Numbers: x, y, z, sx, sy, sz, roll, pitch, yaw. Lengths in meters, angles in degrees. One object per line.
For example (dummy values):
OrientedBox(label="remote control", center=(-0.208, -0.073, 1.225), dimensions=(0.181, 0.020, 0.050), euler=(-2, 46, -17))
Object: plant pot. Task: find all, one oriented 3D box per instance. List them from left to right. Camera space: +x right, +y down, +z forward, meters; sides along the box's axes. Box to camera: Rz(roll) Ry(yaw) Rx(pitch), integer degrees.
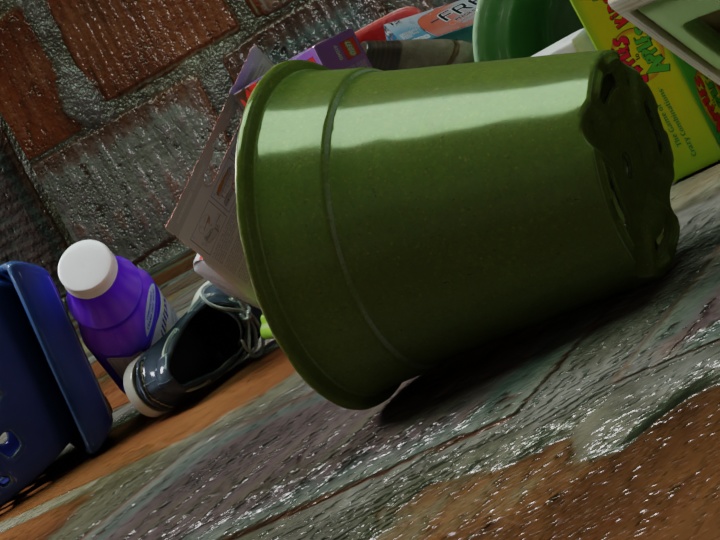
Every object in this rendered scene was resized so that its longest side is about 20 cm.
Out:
OrientedBox(label="plant pot", center=(-0.324, 0.097, 1.636), dimensions=(0.179, 0.201, 0.200), euler=(-25, 4, -13))
OrientedBox(label="plant pot", center=(0.064, -0.037, 1.042), dimensions=(0.189, 0.201, 0.200), euler=(-12, 13, 28))

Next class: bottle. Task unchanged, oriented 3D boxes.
OrientedBox(label="bottle", center=(-0.201, 0.039, 1.630), dimensions=(0.065, 0.084, 0.200), euler=(-2, -27, 12))

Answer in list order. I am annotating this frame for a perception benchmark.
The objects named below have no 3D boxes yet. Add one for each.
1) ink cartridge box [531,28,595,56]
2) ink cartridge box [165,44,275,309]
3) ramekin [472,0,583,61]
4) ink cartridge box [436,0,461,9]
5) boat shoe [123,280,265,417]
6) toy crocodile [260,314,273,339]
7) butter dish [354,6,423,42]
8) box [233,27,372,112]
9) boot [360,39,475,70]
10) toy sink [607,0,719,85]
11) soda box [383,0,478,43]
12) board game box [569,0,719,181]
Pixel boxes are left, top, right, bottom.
OrientedBox(label="ink cartridge box", center=(0.105, -0.080, 1.438), dimensions=(0.200, 0.115, 0.068), euler=(-28, 6, 22))
OrientedBox(label="ink cartridge box", center=(-0.093, -0.073, 1.525), dimensions=(0.161, 0.050, 0.200), euler=(-66, -28, -10))
OrientedBox(label="ramekin", center=(0.196, -0.178, 1.485), dimensions=(0.200, 0.201, 0.098), euler=(-25, 0, 35))
OrientedBox(label="ink cartridge box", center=(0.147, -0.183, 1.717), dimensions=(0.136, 0.077, 0.200), euler=(-21, 38, -33))
OrientedBox(label="boat shoe", center=(-0.122, 0.050, 1.623), dimensions=(0.062, 0.075, 0.200), euler=(-26, 7, 42))
OrientedBox(label="toy crocodile", center=(0.000, 0.000, 1.588), dimensions=(0.200, 0.062, 0.067), euler=(-37, 9, -27))
OrientedBox(label="butter dish", center=(0.016, -0.121, 1.819), dimensions=(0.199, 0.200, 0.148), euler=(-29, 6, 8))
OrientedBox(label="box", center=(-0.005, -0.062, 1.391), dimensions=(0.039, 0.200, 0.137), euler=(-30, 5, -30))
OrientedBox(label="boot", center=(0.042, -0.092, 1.545), dimensions=(0.201, 0.146, 0.070), euler=(-67, 24, 17))
OrientedBox(label="toy sink", center=(0.278, -0.161, 1.196), dimensions=(0.112, 0.200, 0.130), euler=(-61, 16, -13))
OrientedBox(label="soda box", center=(0.124, -0.194, 1.599), dimensions=(0.199, 0.069, 0.064), euler=(-19, 28, -10))
OrientedBox(label="board game box", center=(0.197, -0.170, 1.328), dimensions=(0.048, 0.200, 0.102), euler=(-26, 6, 31))
